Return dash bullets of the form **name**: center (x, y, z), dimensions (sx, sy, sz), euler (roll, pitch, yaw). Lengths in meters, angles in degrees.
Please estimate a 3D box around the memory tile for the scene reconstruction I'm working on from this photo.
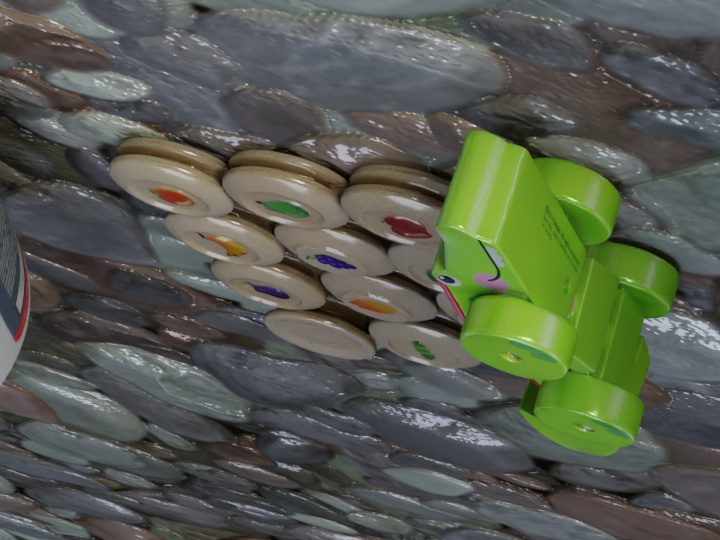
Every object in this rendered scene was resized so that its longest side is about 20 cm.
- **memory tile**: center (0.000, 0.000, 1.059), dimensions (0.152, 0.017, 0.200), euler (8, 162, 26)

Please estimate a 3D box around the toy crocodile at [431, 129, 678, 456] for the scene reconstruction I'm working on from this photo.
- **toy crocodile**: center (0.063, 0.011, 0.942), dimensions (0.061, 0.068, 0.200), euler (9, 162, 25)

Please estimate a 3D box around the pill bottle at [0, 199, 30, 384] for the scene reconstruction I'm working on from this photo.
- **pill bottle**: center (-0.193, -0.014, 1.018), dimensions (0.119, 0.120, 0.200), euler (15, 163, 5)
